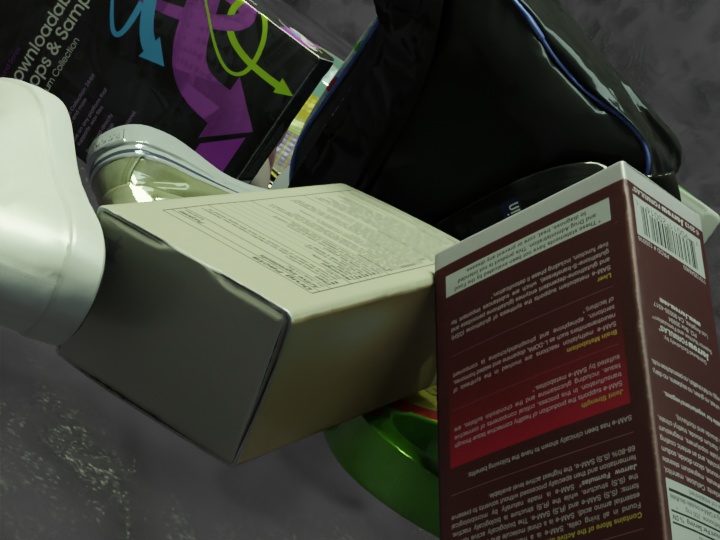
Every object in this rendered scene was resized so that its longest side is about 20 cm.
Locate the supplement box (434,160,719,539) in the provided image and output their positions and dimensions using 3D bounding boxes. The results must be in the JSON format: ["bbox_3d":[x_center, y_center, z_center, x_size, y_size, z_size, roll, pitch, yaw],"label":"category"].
[{"bbox_3d":[0.088,0.068,0.525,0.061,0.109,0.200,28,50,-36],"label":"supplement box"}]

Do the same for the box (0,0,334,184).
[{"bbox_3d":[-0.137,-0.130,0.809,0.200,0.143,0.036,37,13,10],"label":"box"}]

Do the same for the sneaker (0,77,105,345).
[{"bbox_3d":[-0.168,-0.043,0.546,0.085,0.073,0.200,19,14,-31],"label":"sneaker"}]

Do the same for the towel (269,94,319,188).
[{"bbox_3d":[-0.091,-0.139,1.122,0.200,0.023,0.144,34,40,-4],"label":"towel"}]

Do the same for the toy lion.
[{"bbox_3d":[0.028,0.079,0.681,0.192,0.069,0.200,28,12,-4],"label":"toy lion"}]

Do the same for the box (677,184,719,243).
[{"bbox_3d":[0.218,-0.049,1.364,0.199,0.200,0.171,29,11,-25],"label":"box"}]

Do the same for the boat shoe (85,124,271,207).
[{"bbox_3d":[-0.076,-0.014,0.749,0.200,0.072,0.062,26,44,-41],"label":"boat shoe"}]

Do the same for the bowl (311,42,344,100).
[{"bbox_3d":[-0.035,-0.147,1.265,0.201,0.105,0.201,34,13,-8],"label":"bowl"}]

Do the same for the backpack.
[{"bbox_3d":[0.060,-0.063,0.730,0.200,0.190,0.154,52,26,12],"label":"backpack"}]

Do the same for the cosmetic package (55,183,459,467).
[{"bbox_3d":[-0.029,0.015,0.595,0.105,0.071,0.200,29,19,25],"label":"cosmetic package"}]

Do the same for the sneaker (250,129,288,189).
[{"bbox_3d":[-0.106,-0.079,0.910,0.075,0.105,0.200,23,-14,-18],"label":"sneaker"}]

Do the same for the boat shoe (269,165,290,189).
[{"bbox_3d":[0.000,0.000,0.881,0.066,0.070,0.200,35,9,-45],"label":"boat shoe"}]
